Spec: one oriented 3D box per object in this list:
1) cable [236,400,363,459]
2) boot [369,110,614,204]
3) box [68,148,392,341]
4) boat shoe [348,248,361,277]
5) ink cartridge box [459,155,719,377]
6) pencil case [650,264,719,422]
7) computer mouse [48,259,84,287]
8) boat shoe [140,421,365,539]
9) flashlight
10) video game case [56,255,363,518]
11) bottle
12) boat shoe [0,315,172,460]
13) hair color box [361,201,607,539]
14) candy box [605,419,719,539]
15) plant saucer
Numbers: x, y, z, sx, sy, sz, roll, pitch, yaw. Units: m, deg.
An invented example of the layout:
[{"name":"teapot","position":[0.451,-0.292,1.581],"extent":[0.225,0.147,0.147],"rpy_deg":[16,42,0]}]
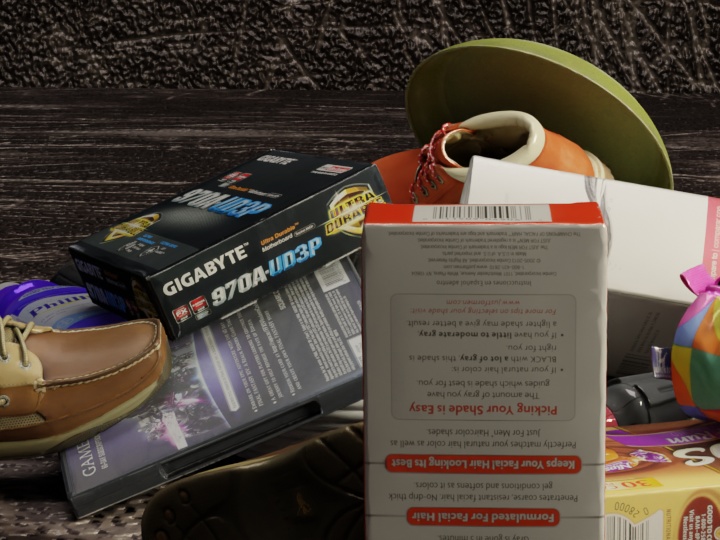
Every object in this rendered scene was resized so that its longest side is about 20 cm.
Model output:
[{"name":"cable","position":[0.011,0.075,1.332],"extent":[0.200,0.069,0.200],"rpy_deg":[-5,12,-31]},{"name":"boot","position":[0.060,-0.067,1.471],"extent":[0.200,0.075,0.107],"rpy_deg":[-6,-23,34]},{"name":"box","position":[-0.084,-0.020,1.368],"extent":[0.159,0.046,0.200],"rpy_deg":[-27,15,-16]},{"name":"boat shoe","position":[0.000,0.000,1.380],"extent":[0.068,0.072,0.200],"rpy_deg":[-24,24,-13]},{"name":"ink cartridge box","position":[0.153,0.005,1.408],"extent":[0.199,0.083,0.147],"rpy_deg":[11,-22,0]},{"name":"pencil case","position":[0.249,0.054,1.113],"extent":[0.200,0.089,0.088],"rpy_deg":[13,17,43]},{"name":"computer mouse","position":[-0.127,0.001,1.611],"extent":[0.200,0.141,0.046],"rpy_deg":[-1,48,-25]},{"name":"boat shoe","position":[-0.008,0.110,1.084],"extent":[0.200,0.072,0.068],"rpy_deg":[-12,3,13]},{"name":"flashlight","position":[0.105,0.094,1.234],"extent":[0.200,0.068,0.068],"rpy_deg":[-9,13,-37]},{"name":"video game case","position":[-0.082,0.063,1.257],"extent":[0.200,0.019,0.143],"rpy_deg":[-24,29,-3]},{"name":"bottle","position":[-0.203,0.046,1.490],"extent":[0.083,0.065,0.200],"rpy_deg":[-11,15,-30]},{"name":"boat shoe","position":[-0.209,0.064,1.241],"extent":[0.200,0.074,0.076],"rpy_deg":[-18,29,3]},{"name":"hair color box","position":[0.057,0.071,1.000],"extent":[0.111,0.201,0.064],"rpy_deg":[0,11,3]},{"name":"candy box","position":[0.170,0.119,1.131],"extent":[0.200,0.057,0.117],"rpy_deg":[-5,12,-16]},{"name":"plant saucer","position":[0.127,-0.095,1.503],"extent":[0.200,0.200,0.031],"rpy_deg":[8,55,35]}]
